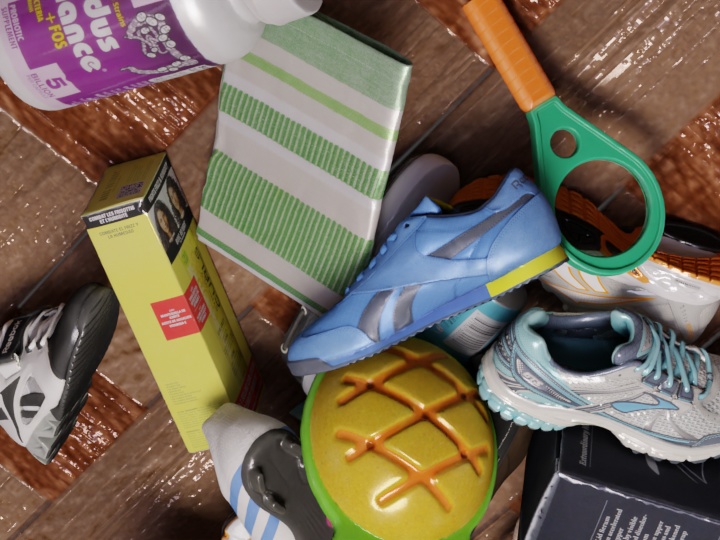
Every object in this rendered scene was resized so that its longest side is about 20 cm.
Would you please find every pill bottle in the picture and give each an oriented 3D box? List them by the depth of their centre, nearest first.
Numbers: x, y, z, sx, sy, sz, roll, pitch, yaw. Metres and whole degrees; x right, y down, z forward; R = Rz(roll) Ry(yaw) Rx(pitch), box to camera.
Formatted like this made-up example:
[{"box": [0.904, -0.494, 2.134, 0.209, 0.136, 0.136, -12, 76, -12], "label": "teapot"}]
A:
[{"box": [-0.128, -0.174, 1.208, 0.199, 0.112, 0.113, -13, 117, 23], "label": "pill bottle"}]

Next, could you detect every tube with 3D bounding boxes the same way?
[{"box": [0.036, 0.067, 1.372, 0.077, 0.050, 0.200, 40, 122, -7], "label": "tube"}]

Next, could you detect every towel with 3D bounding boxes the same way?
[{"box": [-0.039, -0.075, 1.271, 0.152, 0.023, 0.201, 32, 126, 31], "label": "towel"}]

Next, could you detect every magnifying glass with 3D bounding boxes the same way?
[{"box": [0.125, -0.088, 1.242, 0.079, 0.022, 0.200, -31, 93, -8], "label": "magnifying glass"}]

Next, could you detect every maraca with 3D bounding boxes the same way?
[{"box": [0.026, 0.134, 1.281, 0.136, 0.201, 0.107, 6, 153, -12], "label": "maraca"}]

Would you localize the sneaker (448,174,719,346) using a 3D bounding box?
[{"box": [0.147, 0.005, 1.303, 0.199, 0.076, 0.092, 18, 125, 0], "label": "sneaker"}]

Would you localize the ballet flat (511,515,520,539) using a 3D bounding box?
[{"box": [0.124, 0.245, 1.448, 0.067, 0.068, 0.201, 34, 135, 21], "label": "ballet flat"}]

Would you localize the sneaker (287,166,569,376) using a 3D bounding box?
[{"box": [0.032, 0.001, 1.236, 0.200, 0.066, 0.079, -27, 92, 17], "label": "sneaker"}]

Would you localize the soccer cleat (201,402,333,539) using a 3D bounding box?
[{"box": [-0.049, 0.170, 1.360, 0.070, 0.086, 0.200, -37, 128, -20], "label": "soccer cleat"}]

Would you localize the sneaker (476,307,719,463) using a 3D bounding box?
[{"box": [0.181, 0.069, 1.270, 0.199, 0.078, 0.086, 6, 141, -11], "label": "sneaker"}]

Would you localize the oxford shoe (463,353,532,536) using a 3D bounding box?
[{"box": [0.074, 0.150, 1.382, 0.073, 0.084, 0.200, 41, 108, 24], "label": "oxford shoe"}]

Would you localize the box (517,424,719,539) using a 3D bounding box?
[{"box": [0.214, 0.161, 1.337, 0.199, 0.148, 0.105, 17, 122, 0], "label": "box"}]

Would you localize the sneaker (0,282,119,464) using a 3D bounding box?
[{"box": [-0.231, 0.062, 1.373, 0.088, 0.074, 0.200, 33, 139, 1], "label": "sneaker"}]

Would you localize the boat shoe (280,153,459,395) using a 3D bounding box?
[{"box": [0.000, 0.000, 1.328, 0.057, 0.068, 0.201, 42, 116, 32], "label": "boat shoe"}]

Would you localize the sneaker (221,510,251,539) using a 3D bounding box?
[{"box": [-0.010, 0.204, 1.444, 0.199, 0.077, 0.079, 14, 91, -15], "label": "sneaker"}]

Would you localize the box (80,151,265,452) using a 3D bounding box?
[{"box": [-0.128, 0.024, 1.355, 0.050, 0.075, 0.201, -13, 116, 16], "label": "box"}]
